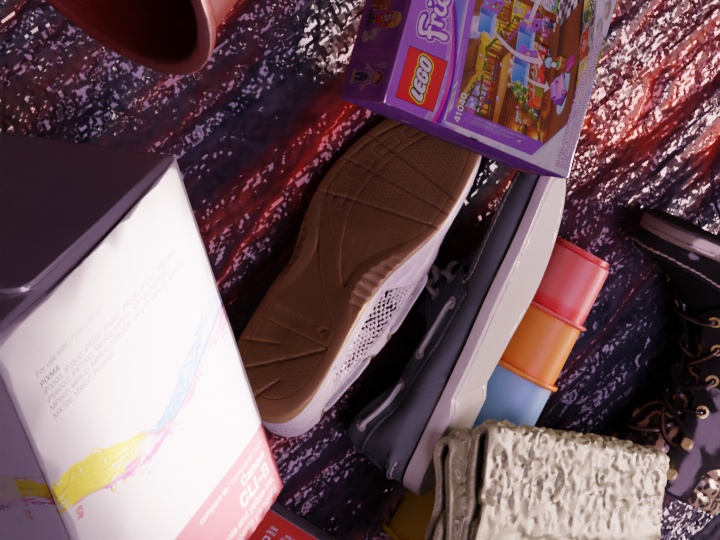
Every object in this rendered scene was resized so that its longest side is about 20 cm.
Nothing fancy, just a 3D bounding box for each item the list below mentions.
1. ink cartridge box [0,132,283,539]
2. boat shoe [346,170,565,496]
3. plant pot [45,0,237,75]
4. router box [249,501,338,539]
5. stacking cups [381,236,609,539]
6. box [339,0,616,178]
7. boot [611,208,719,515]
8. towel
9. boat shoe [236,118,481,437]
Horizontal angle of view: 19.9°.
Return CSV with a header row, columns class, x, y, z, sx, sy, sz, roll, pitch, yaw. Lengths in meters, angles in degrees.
class,x,y,z,sx,sy,sz,roll,pitch,yaw
ink cartridge box,-0.150,0.058,0.940,0.145,0.144,0.201,-50,137,-40
boat shoe,0.052,0.025,1.145,0.073,0.062,0.201,-8,124,-67
plant pot,-0.073,-0.223,0.865,0.195,0.200,0.201,-47,131,-16
router box,-0.106,0.197,1.129,0.200,0.049,0.180,36,89,-41
stacking cups,0.087,0.078,1.200,0.060,0.060,0.201,26,96,-40
box,0.075,-0.163,1.057,0.136,0.039,0.202,19,85,-40
boot,0.207,0.060,1.273,0.200,0.073,0.151,31,92,-46
towel,0.106,0.162,1.182,0.199,0.036,0.150,8,89,-45
boat shoe,0.000,0.000,1.104,0.201,0.071,0.069,-54,158,-11
